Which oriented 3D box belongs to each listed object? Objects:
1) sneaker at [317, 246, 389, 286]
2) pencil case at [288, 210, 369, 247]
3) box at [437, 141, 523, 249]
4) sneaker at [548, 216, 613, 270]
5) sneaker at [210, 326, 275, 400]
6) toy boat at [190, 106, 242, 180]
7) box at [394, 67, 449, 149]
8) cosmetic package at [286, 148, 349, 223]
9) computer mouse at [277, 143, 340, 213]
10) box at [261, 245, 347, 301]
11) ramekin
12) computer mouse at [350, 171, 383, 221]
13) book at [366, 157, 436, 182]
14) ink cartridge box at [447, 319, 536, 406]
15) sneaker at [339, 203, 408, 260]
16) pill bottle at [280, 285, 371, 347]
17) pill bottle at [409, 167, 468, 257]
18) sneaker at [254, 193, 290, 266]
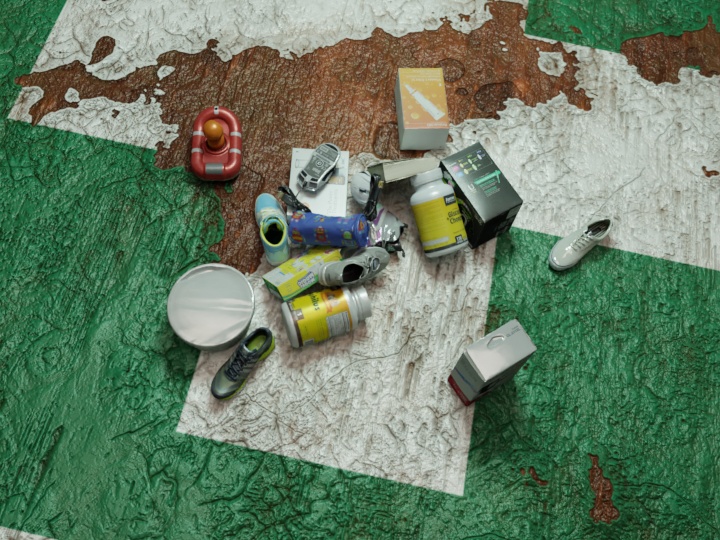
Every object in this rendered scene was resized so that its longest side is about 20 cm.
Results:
[{"bbox_3d":[0.000,0.000,1.643,0.199,0.082,0.076,-22,111,-36],"label":"sneaker"},{"bbox_3d":[-0.074,-0.098,1.670,0.198,0.079,0.087,4,26,25],"label":"pencil case"},{"bbox_3d":[0.289,-0.188,1.776,0.123,0.149,0.201,-27,69,-15],"label":"box"},{"bbox_3d":[0.555,-0.076,1.786,0.199,0.071,0.073,-37,73,-18],"label":"sneaker"},{"bbox_3d":[-0.269,0.201,1.596,0.073,0.081,0.201,31,67,11],"label":"sneaker"},{"bbox_3d":[-0.370,-0.336,1.807,0.129,0.131,0.202,-1,66,-5],"label":"toy boat"},{"bbox_3d":[0.164,-0.436,1.909,0.123,0.098,0.202,-2,66,-5],"label":"box"},{"bbox_3d":[-0.107,-0.214,1.815,0.149,0.052,0.202,2,65,0],"label":"cosmetic package"},{"bbox_3d":[-0.117,-0.231,1.773,0.109,0.044,0.201,32,74,17],"label":"computer mouse"},{"bbox_3d":[-0.126,-0.007,1.685,0.199,0.117,0.049,-34,115,-16],"label":"box"},{"bbox_3d":[-0.339,0.093,1.633,0.200,0.094,0.204,1,66,-3],"label":"ramekin"},{"bbox_3d":[0.006,-0.198,1.744,0.043,0.200,0.111,7,106,-16],"label":"computer mouse"},{"bbox_3d":[0.100,-0.255,1.775,0.132,0.200,0.049,-11,98,-10],"label":"book"},{"bbox_3d":[0.287,0.208,1.566,0.145,0.200,0.083,-28,70,-15],"label":"ink cartridge box"},{"bbox_3d":[0.045,-0.062,1.740,0.139,0.078,0.201,33,68,12],"label":"sneaker"},{"bbox_3d":[-0.078,0.100,1.640,0.198,0.109,0.110,-17,68,-12],"label":"pill bottle"},{"bbox_3d":[0.185,-0.142,1.729,0.111,0.112,0.202,-19,96,-12],"label":"pill bottle"},{"bbox_3d":[-0.215,-0.124,1.721,0.079,0.131,0.202,-15,67,-8],"label":"sneaker"}]
